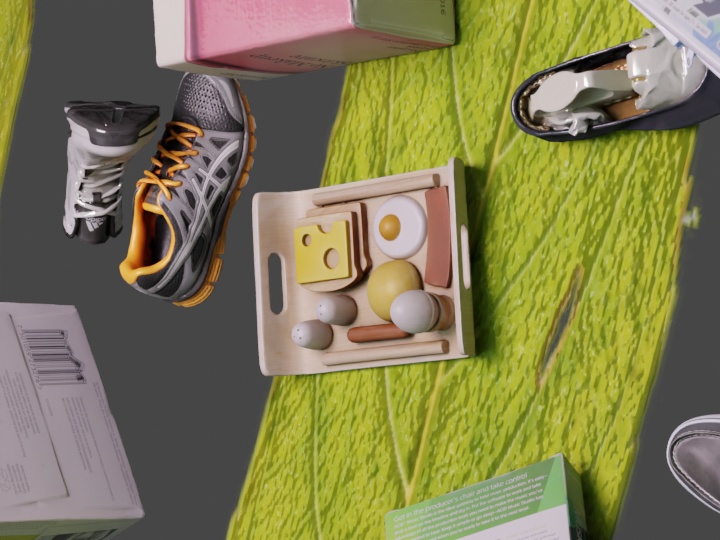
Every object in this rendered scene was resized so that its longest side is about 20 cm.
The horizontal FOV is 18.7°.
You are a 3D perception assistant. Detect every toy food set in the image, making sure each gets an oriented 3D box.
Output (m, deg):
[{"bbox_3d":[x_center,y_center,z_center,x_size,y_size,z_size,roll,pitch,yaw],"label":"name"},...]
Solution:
[{"bbox_3d":[0.000,0.000,1.639,0.199,0.060,0.145,-8,84,38],"label":"toy food set"}]

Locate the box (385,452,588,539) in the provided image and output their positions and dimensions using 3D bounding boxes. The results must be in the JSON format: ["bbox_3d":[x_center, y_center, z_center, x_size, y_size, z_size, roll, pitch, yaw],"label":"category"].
[{"bbox_3d":[0.089,0.233,1.494,0.144,0.036,0.201,-21,46,20],"label":"box"}]

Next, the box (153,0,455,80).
[{"bbox_3d":[-0.044,-0.213,1.641,0.199,0.127,0.110,-7,85,40],"label":"box"}]

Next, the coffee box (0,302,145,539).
[{"bbox_3d":[-0.338,0.156,1.819,0.197,0.199,0.201,-33,67,33],"label":"coffee box"}]

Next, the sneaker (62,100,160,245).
[{"bbox_3d":[-0.201,-0.076,1.763,0.200,0.075,0.116,-150,60,-77],"label":"sneaker"}]

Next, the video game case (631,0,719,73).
[{"bbox_3d":[0.256,-0.225,1.406,0.182,0.022,0.200,-48,59,5],"label":"video game case"}]

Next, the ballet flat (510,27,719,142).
[{"bbox_3d":[0.185,-0.127,1.490,0.199,0.073,0.074,-12,80,38],"label":"ballet flat"}]

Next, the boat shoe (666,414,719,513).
[{"bbox_3d":[0.275,0.145,1.410,0.199,0.056,0.069,24,103,37],"label":"boat shoe"}]

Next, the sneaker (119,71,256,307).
[{"bbox_3d":[-0.140,-0.070,1.748,0.078,0.077,0.201,12,94,40],"label":"sneaker"}]

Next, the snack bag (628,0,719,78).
[{"bbox_3d":[0.269,-0.210,1.420,0.189,0.021,0.200,-45,60,7],"label":"snack bag"}]
